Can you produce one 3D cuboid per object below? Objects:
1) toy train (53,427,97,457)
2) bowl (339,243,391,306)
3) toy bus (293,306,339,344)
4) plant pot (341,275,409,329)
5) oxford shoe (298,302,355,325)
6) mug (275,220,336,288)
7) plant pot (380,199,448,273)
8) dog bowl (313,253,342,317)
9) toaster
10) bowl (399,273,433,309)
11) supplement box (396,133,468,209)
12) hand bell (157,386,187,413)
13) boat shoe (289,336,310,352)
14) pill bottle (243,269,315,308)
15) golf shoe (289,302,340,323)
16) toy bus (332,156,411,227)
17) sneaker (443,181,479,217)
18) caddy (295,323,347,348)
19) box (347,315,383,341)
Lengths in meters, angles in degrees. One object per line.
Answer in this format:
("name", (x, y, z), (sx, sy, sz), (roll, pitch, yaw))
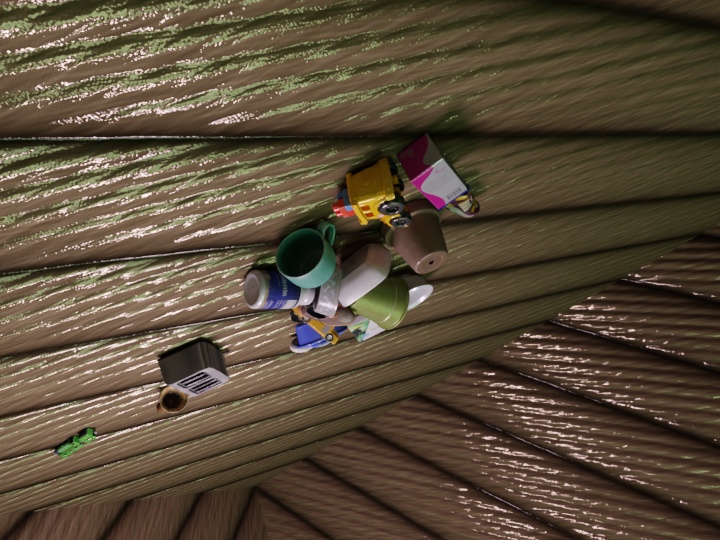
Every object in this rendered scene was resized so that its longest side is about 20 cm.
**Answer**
("toy train", (-1.102, 0.666, 1.938), (0.200, 0.042, 0.056), (-32, 141, 13))
("bowl", (0.000, 0.000, 1.582), (0.200, 0.200, 0.075), (-36, 111, 21))
("toy bus", (-0.148, 0.162, 1.697), (0.200, 0.065, 0.078), (43, 77, -18))
("plant pot", (0.036, 0.092, 1.754), (0.190, 0.200, 0.200), (17, 131, -36))
("oxford shoe", (-0.101, 0.147, 1.640), (0.200, 0.072, 0.073), (10, 179, -23))
("mug", (-0.132, -0.034, 1.419), (0.185, 0.152, 0.114), (-26, 149, 9))
("plant pot", (0.184, -0.092, 1.554), (0.200, 0.175, 0.200), (-19, 149, -12))
("dog bowl", (-0.103, 0.042, 1.541), (0.059, 0.200, 0.200), (9, 142, -12))
("toaster", (-0.563, 0.337, 1.733), (0.200, 0.119, 0.181), (-25, 152, -2))
("bowl", (0.165, 0.076, 1.893), (0.201, 0.091, 0.201), (-23, 156, -11))
("supplement box", (0.197, -0.263, 1.357), (0.101, 0.104, 0.200), (-34, 151, 17))
("hand bell", (-0.752, 0.521, 1.948), (0.104, 0.104, 0.200), (-1, 155, -37))
("boat shoe", (-0.178, 0.248, 1.948), (0.200, 0.075, 0.093), (-18, 145, -29))
("pill bottle", (-0.244, 0.059, 1.528), (0.200, 0.116, 0.116), (3, 141, -42))
("golf shoe", (-0.151, 0.142, 1.784), (0.200, 0.077, 0.088), (-21, 160, -5))
("toy bus", (0.028, -0.183, 1.345), (0.192, 0.136, 0.200), (-17, 156, 12))
("sneaker", (0.322, -0.223, 1.549), (0.200, 0.075, 0.090), (3, 146, -43))
("caddy", (-0.146, 0.224, 1.832), (0.200, 0.105, 0.141), (-21, -178, -7))
("box", (0.031, 0.229, 2.104), (0.144, 0.036, 0.200), (-27, 150, 2))
